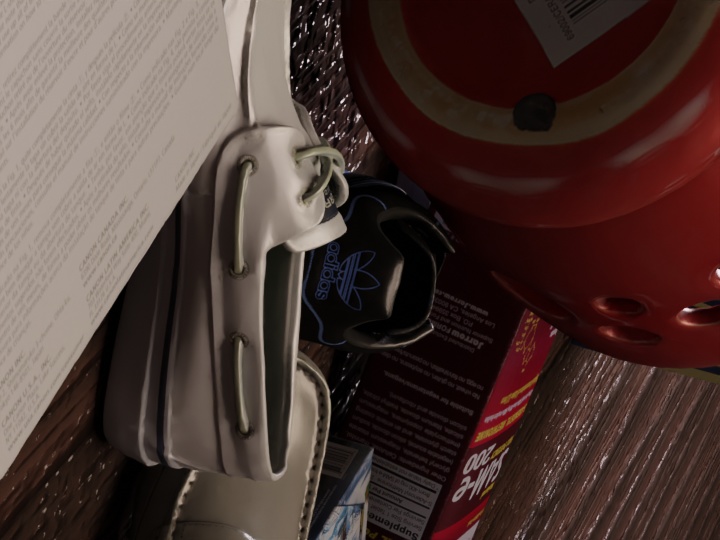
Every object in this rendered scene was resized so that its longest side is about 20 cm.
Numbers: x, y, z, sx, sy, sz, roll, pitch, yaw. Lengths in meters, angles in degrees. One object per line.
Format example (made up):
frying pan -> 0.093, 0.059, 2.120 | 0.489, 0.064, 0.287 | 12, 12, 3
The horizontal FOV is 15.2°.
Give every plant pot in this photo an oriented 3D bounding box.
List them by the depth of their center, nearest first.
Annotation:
plant pot -> 0.099, -0.080, 1.002 | 0.182, 0.200, 0.201 | 29, 75, -57

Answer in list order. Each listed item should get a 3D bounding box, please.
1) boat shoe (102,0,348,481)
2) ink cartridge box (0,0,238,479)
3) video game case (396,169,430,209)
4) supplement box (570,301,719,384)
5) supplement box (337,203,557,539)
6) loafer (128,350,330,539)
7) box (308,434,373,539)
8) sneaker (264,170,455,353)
boat shoe -> -0.034, -0.026, 0.886 | 0.074, 0.067, 0.200 | -47, 149, -62
ink cartridge box -> -0.093, -0.070, 0.689 | 0.200, 0.050, 0.162 | 80, 28, -42
video game case -> 0.059, -0.092, 1.270 | 0.200, 0.018, 0.143 | -48, 149, -61
supplement box -> 0.256, -0.041, 1.700 | 0.134, 0.200, 0.200 | 87, 24, -47
supplement box -> 0.043, 0.043, 1.211 | 0.200, 0.061, 0.109 | -68, 167, 12
loafer -> -0.051, 0.120, 0.938 | 0.070, 0.070, 0.200 | -1, -111, 58
box -> -0.050, 0.174, 1.087 | 0.200, 0.040, 0.137 | -55, 154, -53
sneaker -> 0.000, 0.000, 1.019 | 0.200, 0.078, 0.070 | -10, 115, -74
